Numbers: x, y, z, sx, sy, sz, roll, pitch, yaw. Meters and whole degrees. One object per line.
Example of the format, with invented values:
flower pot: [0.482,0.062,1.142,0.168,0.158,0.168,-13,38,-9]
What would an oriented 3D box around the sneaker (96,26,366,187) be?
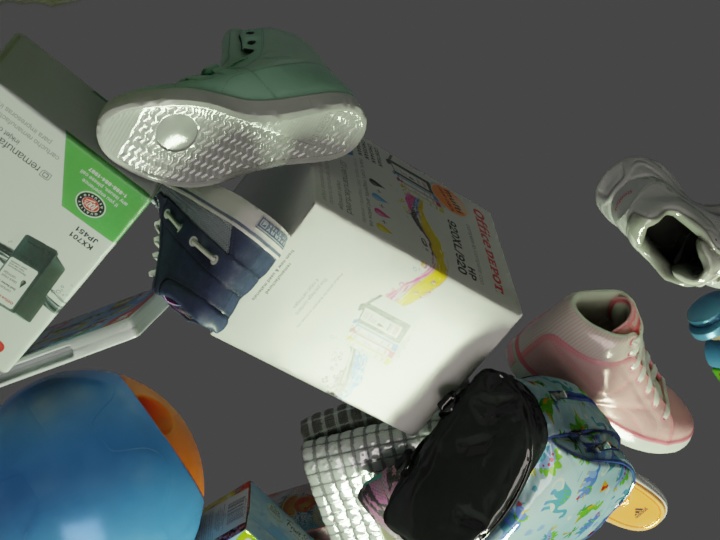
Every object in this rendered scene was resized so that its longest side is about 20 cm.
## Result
sneaker: [-0.107,-0.125,1.094,0.198,0.119,0.074,-5,131,-27]

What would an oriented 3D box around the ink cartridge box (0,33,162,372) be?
ink cartridge box: [-0.255,-0.045,1.101,0.146,0.083,0.200,36,117,-14]

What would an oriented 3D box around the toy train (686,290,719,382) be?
toy train: [0.370,0.075,1.273,0.085,0.199,0.116,-48,114,-19]

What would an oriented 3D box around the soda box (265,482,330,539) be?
soda box: [-0.115,0.267,1.423,0.197,0.064,0.069,-17,126,6]

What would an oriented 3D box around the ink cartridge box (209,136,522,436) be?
ink cartridge box: [0.000,0.000,1.189,0.199,0.148,0.145,28,118,-25]

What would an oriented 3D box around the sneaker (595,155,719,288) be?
sneaker: [0.282,-0.013,1.242,0.198,0.100,0.078,22,121,-21]

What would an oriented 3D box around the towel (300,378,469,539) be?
towel: [0.048,0.198,1.375,0.163,0.086,0.202,-15,125,8]

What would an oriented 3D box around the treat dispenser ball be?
treat dispenser ball: [-0.229,0.184,1.262,0.198,0.202,0.203,-3,127,-4]

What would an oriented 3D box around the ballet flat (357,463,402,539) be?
ballet flat: [0.067,0.243,1.323,0.071,0.070,0.200,-21,122,34]

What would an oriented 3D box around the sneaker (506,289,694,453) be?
sneaker: [0.235,0.085,1.323,0.199,0.076,0.105,27,124,-19]

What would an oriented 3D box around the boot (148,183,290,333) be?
boot: [-0.133,-0.022,1.116,0.073,0.199,0.091,40,83,-31]

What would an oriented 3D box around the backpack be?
backpack: [0.135,0.161,1.232,0.153,0.200,0.164,39,106,15]

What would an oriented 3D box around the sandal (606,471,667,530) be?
sandal: [0.216,0.208,1.420,0.205,0.060,0.079,27,120,-23]

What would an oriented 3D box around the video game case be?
video game case: [-0.255,0.063,1.214,0.198,0.143,0.018,-20,98,8]

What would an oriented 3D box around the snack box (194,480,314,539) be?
snack box: [-0.123,0.301,1.357,0.199,0.068,0.169,-32,119,20]
